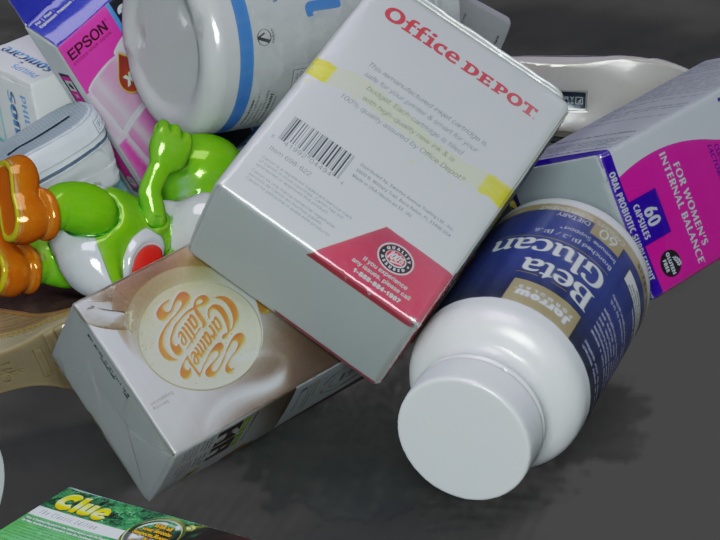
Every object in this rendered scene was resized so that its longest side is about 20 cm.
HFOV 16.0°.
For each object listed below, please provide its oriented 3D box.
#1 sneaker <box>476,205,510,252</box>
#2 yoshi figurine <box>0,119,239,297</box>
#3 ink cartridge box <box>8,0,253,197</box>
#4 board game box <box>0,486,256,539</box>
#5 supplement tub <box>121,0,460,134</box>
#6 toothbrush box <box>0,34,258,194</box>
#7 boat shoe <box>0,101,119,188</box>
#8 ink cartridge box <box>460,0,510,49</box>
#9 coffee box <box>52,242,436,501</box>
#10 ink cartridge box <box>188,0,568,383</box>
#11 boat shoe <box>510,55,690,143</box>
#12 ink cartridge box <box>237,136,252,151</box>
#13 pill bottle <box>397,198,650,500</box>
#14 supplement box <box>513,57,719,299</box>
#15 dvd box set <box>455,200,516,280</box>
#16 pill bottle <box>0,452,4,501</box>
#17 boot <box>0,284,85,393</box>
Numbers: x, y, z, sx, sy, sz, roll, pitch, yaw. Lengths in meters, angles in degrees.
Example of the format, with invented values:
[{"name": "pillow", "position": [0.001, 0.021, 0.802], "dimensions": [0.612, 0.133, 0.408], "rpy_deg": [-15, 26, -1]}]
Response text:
[{"name": "sneaker", "position": [0.000, 0.000, 1.676], "dimensions": [0.199, 0.076, 0.116], "rpy_deg": [-15, 30, 33]}, {"name": "yoshi figurine", "position": [-0.146, -0.042, 1.640], "dimensions": [0.199, 0.113, 0.112], "rpy_deg": [-1, 8, -29]}, {"name": "ink cartridge box", "position": [-0.157, -0.143, 1.764], "dimensions": [0.095, 0.201, 0.037], "rpy_deg": [-44, 32, -21]}, {"name": "board game box", "position": [-0.135, 0.168, 1.427], "dimensions": [0.199, 0.024, 0.105], "rpy_deg": [10, 33, 45]}, {"name": "supplement tub", "position": [-0.048, -0.168, 1.731], "dimensions": [0.199, 0.133, 0.132], "rpy_deg": [-14, 28, -32]}, {"name": "toothbrush box", "position": [-0.163, -0.111, 1.848], "dimensions": [0.199, 0.147, 0.085], "rpy_deg": [-27, 33, -31]}, {"name": "boat shoe", "position": [-0.250, -0.036, 1.716], "dimensions": [0.199, 0.067, 0.074], "rpy_deg": [-28, 27, -7]}, {"name": "ink cartridge box", "position": [-0.008, -0.202, 1.934], "dimensions": [0.199, 0.084, 0.144], "rpy_deg": [22, 2, -45]}, {"name": "coffee box", "position": [-0.071, 0.038, 1.562], "dimensions": [0.199, 0.080, 0.115], "rpy_deg": [-27, 75, -28]}, {"name": "ink cartridge box", "position": [0.014, -0.056, 1.543], "dimensions": [0.145, 0.084, 0.200], "rpy_deg": [35, 57, 4]}, {"name": "boat shoe", "position": [0.169, -0.127, 1.884], "dimensions": [0.198, 0.075, 0.093], "rpy_deg": [9, 9, 2]}, {"name": "ink cartridge box", "position": [0.013, -0.101, 1.773], "dimensions": [0.199, 0.057, 0.163], "rpy_deg": [-25, 6, 10]}, {"name": "pill bottle", "position": [0.095, 0.048, 1.532], "dimensions": [0.110, 0.112, 0.200], "rpy_deg": [5, 31, 22]}, {"name": "supplement box", "position": [0.210, -0.063, 1.687], "dimensions": [0.199, 0.102, 0.103], "rpy_deg": [-30, 13, -33]}, {"name": "dvd box set", "position": [0.084, -0.043, 1.785], "dimensions": [0.199, 0.030, 0.146], "rpy_deg": [18, 38, 38]}, {"name": "pill bottle", "position": [-0.309, 0.107, 1.519], "dimensions": [0.199, 0.112, 0.111], "rpy_deg": [15, 36, 35]}, {"name": "boot", "position": [-0.189, 0.019, 1.691], "dimensions": [0.198, 0.073, 0.167], "rpy_deg": [-8, 30, 6]}]
